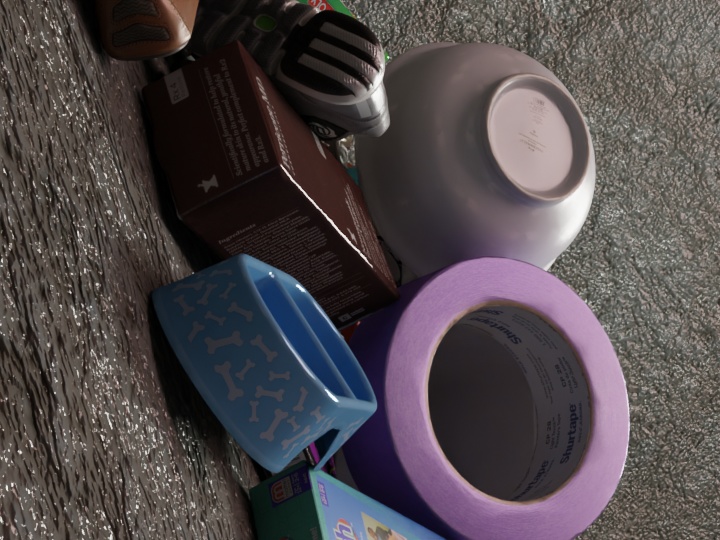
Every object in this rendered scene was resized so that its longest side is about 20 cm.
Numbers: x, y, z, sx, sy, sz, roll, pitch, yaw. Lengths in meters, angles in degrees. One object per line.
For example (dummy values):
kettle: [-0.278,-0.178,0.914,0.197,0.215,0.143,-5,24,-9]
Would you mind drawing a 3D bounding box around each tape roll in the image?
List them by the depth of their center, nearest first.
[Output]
tape roll: [0.085,0.094,1.080,0.066,0.200,0.200,-26,-101,57]

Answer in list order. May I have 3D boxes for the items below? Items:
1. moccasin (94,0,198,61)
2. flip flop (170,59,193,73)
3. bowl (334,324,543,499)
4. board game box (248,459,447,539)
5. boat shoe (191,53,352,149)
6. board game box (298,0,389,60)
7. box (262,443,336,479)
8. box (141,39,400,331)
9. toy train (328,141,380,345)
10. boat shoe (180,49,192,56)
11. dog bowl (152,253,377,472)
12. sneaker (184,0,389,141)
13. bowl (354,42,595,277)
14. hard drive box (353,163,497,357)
moccasin: [-0.126,-0.195,0.910,0.201,0.074,0.078,-85,169,-55]
flip flop: [-0.088,-0.093,1.107,0.200,0.058,0.081,65,9,-72]
bowl: [0.075,0.134,1.227,0.075,0.200,0.200,15,70,-45]
board game box: [0.021,0.213,0.926,0.200,0.045,0.152,38,30,-47]
boat shoe: [-0.065,-0.161,1.226,0.076,0.072,0.200,36,3,41]
board game box: [-0.074,-0.239,1.273,0.200,0.029,0.135,41,0,37]
box: [-0.050,0.083,1.057,0.200,0.036,0.143,-105,177,-53]
box: [-0.052,-0.044,0.995,0.200,0.075,0.100,45,22,-57]
toy train: [0.000,0.000,1.156,0.150,0.056,0.200,95,-2,-73]
boat shoe: [-0.082,-0.154,1.121,0.200,0.063,0.073,45,-18,-34]
dog bowl: [-0.044,0.047,0.845,0.112,0.050,0.200,57,6,12]
sneaker: [-0.062,-0.138,1.039,0.200,0.075,0.116,34,-13,26]
bowl: [0.103,-0.084,1.155,0.090,0.201,0.201,-20,-95,55]
hard drive box: [0.075,0.008,1.314,0.156,0.077,0.200,22,-36,41]
